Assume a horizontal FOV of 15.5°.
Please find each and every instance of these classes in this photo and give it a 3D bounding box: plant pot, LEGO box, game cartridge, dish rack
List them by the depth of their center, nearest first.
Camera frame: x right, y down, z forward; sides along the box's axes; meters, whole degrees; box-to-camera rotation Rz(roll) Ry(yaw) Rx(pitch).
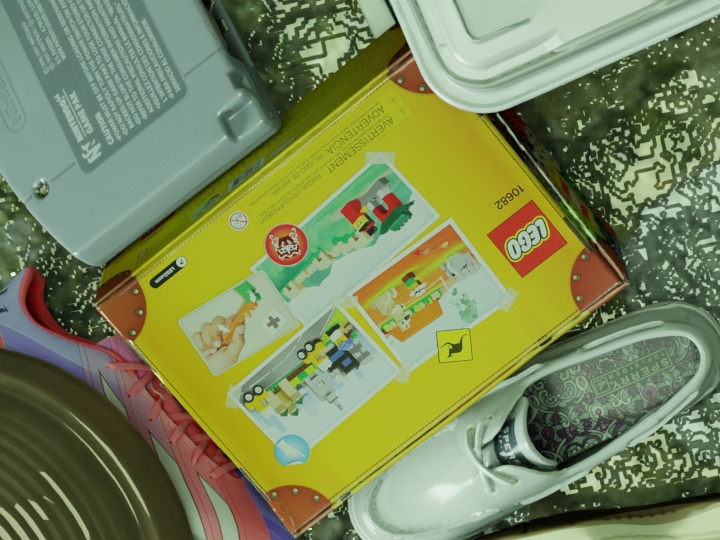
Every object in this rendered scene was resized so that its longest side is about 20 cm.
[{"bbox_3d":[0.073,-0.185,1.132,0.171,0.044,0.201,-23,86,6],"label":"dish rack"},{"bbox_3d":[0.000,0.000,1.229,0.200,0.077,0.149,-37,105,11],"label":"LEGO box"},{"bbox_3d":[-0.182,0.145,1.248,0.200,0.093,0.202,9,111,25],"label":"plant pot"},{"bbox_3d":[-0.130,-0.108,1.260,0.133,0.040,0.201,-34,64,14],"label":"game cartridge"}]

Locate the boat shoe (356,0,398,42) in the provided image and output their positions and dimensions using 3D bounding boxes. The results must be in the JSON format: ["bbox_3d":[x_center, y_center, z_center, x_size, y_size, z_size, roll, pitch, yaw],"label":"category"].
[{"bbox_3d":[0.004,-0.195,1.252,0.060,0.076,0.201,-24,100,9],"label":"boat shoe"}]

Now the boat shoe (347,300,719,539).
[{"bbox_3d":[0.080,0.077,1.244,0.199,0.068,0.072,-22,88,11],"label":"boat shoe"}]

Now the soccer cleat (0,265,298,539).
[{"bbox_3d":[-0.106,0.077,1.284,0.199,0.067,0.077,32,92,11],"label":"soccer cleat"}]

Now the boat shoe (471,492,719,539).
[{"bbox_3d":[0.123,0.144,1.239,0.199,0.072,0.065,-10,89,5],"label":"boat shoe"}]
